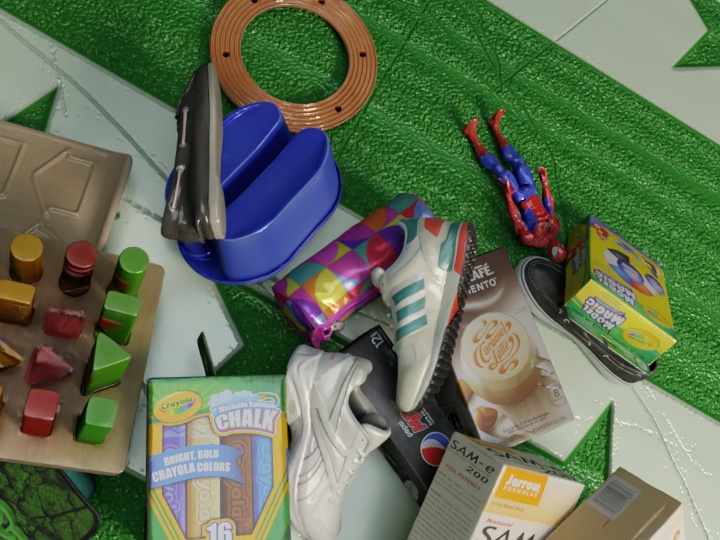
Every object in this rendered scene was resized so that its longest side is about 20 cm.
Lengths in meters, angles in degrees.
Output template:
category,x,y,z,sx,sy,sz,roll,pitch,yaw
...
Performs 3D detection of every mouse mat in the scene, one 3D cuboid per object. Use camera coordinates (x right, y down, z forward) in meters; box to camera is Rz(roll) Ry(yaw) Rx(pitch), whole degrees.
category,x,y,z,sx,sy,sz,roll,pitch,yaw
mouse mat,-0.340,0.192,0.652,0.161,0.008,0.200,-42,87,12

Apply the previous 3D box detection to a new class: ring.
category,x,y,z,sx,sy,sz,roll,pitch,yaw
ring,-0.078,-0.254,0.883,0.200,0.019,0.201,4,74,-15

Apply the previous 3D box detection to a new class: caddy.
category,x,y,z,sx,sy,sz,roll,pitch,yaw
caddy,-0.109,-0.079,0.783,0.141,0.105,0.200,32,67,21

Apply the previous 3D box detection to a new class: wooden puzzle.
category,x,y,z,sx,sy,sz,roll,pitch,yaw
wooden puzzle,-0.347,-0.055,0.738,0.200,0.046,0.185,13,67,-6

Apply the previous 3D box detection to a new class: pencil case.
category,x,y,z,sx,sy,sz,roll,pitch,yaw
pencil case,0.000,0.000,0.800,0.200,0.088,0.088,-40,88,-21

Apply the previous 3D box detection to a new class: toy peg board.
category,x,y,z,sx,sy,sz,roll,pitch,yaw
toy peg board,-0.274,0.051,0.620,0.199,0.098,0.200,15,62,-20

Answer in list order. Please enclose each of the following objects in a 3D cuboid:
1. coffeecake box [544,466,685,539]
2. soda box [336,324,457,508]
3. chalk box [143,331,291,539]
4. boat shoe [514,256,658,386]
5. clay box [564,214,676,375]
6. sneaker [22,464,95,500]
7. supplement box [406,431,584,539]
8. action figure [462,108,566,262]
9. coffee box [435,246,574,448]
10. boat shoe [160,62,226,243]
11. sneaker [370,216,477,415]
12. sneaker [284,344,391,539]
category,x,y,z,sx,sy,sz,roll,pitch,yaw
coffeecake box,0.245,0.320,0.727,0.153,0.073,0.200,-35,126,-22
soda box,0.045,0.158,0.774,0.063,0.071,0.200,-34,86,-21
chalk box,-0.137,0.160,0.697,0.124,0.125,0.200,1,76,-15
boat shoe,0.267,0.054,0.871,0.200,0.057,0.069,44,68,0
clay box,0.289,0.022,0.834,0.115,0.048,0.200,35,31,-4
sneaker,-0.294,0.123,0.692,0.080,0.071,0.200,-34,85,-17
supplement box,0.113,0.268,0.706,0.126,0.074,0.200,22,92,-35
action figure,0.194,-0.099,0.896,0.065,0.052,0.200,-22,81,-25
coffee box,0.132,0.090,0.812,0.114,0.080,0.200,-18,81,-18
boat shoe,-0.162,-0.118,0.710,0.057,0.067,0.200,-5,64,-4
sneaker,0.051,0.040,0.743,0.093,0.070,0.200,14,84,18
sneaker,-0.021,0.173,0.714,0.099,0.078,0.200,2,102,14
